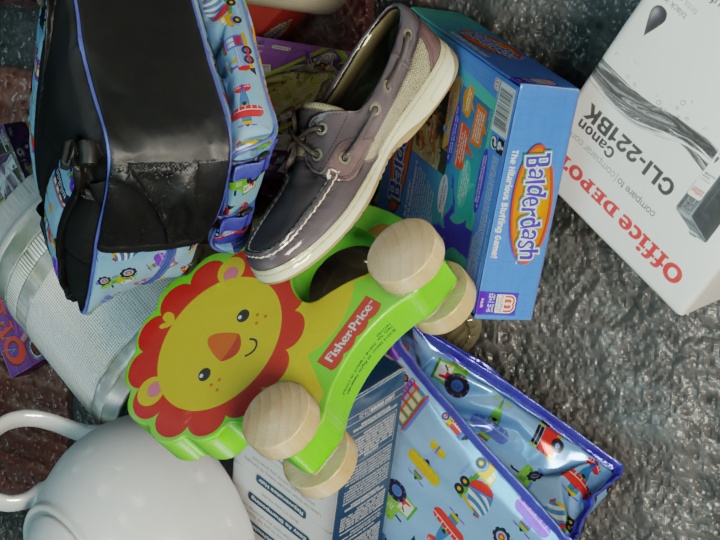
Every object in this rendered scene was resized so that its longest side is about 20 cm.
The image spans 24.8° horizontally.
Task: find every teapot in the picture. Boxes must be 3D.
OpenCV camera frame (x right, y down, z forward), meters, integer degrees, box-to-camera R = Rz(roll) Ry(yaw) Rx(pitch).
[{"bbox_3d":[-0.177,0.203,1.167,0.199,0.145,0.199,9,115,52],"label":"teapot"}]

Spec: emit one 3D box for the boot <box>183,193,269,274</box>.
[{"bbox_3d":[-0.082,-0.053,1.239,0.167,0.198,0.073,-105,33,-47],"label":"boot"}]

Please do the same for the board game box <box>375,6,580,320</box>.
[{"bbox_3d":[0.071,-0.076,1.084,0.200,0.045,0.154,-129,46,-61],"label":"board game box"}]

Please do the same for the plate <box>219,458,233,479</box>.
[{"bbox_3d":[-0.027,0.127,1.225,0.198,0.032,0.202,4,104,1],"label":"plate"}]

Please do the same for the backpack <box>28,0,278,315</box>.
[{"bbox_3d":[-0.142,-0.074,1.049,0.201,0.133,0.184,110,149,-51],"label":"backpack"}]

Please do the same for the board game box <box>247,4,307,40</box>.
[{"bbox_3d":[-0.116,-0.229,1.263,0.200,0.040,0.154,-43,73,36],"label":"board game box"}]

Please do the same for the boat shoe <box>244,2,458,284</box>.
[{"bbox_3d":[-0.015,-0.082,1.024,0.065,0.201,0.072,47,161,-30],"label":"boat shoe"}]

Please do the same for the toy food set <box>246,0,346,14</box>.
[{"bbox_3d":[-0.119,-0.225,1.149,0.199,0.143,0.061,15,100,35],"label":"toy food set"}]

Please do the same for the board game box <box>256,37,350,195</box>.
[{"bbox_3d":[-0.081,-0.114,1.155,0.199,0.121,0.032,15,152,37],"label":"board game box"}]

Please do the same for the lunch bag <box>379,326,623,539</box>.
[{"bbox_3d":[0.053,0.137,1.134,0.200,0.094,0.151,40,132,7],"label":"lunch bag"}]

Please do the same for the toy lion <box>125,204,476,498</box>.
[{"bbox_3d":[-0.053,0.038,1.033,0.191,0.069,0.201,28,76,44],"label":"toy lion"}]

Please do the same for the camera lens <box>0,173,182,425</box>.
[{"bbox_3d":[-0.184,0.021,1.293,0.200,0.159,0.160,47,124,20],"label":"camera lens"}]

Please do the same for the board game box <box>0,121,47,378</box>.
[{"bbox_3d":[-0.308,-0.017,1.467,0.120,0.032,0.202,-29,81,42],"label":"board game box"}]

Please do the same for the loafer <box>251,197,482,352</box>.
[{"bbox_3d":[0.000,0.000,1.143,0.076,0.199,0.068,-49,26,27],"label":"loafer"}]

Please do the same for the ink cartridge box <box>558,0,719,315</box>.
[{"bbox_3d":[0.219,-0.095,1.004,0.144,0.083,0.201,47,125,21],"label":"ink cartridge box"}]

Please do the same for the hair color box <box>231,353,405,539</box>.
[{"bbox_3d":[-0.033,0.133,1.125,0.100,0.060,0.201,33,131,32],"label":"hair color box"}]
